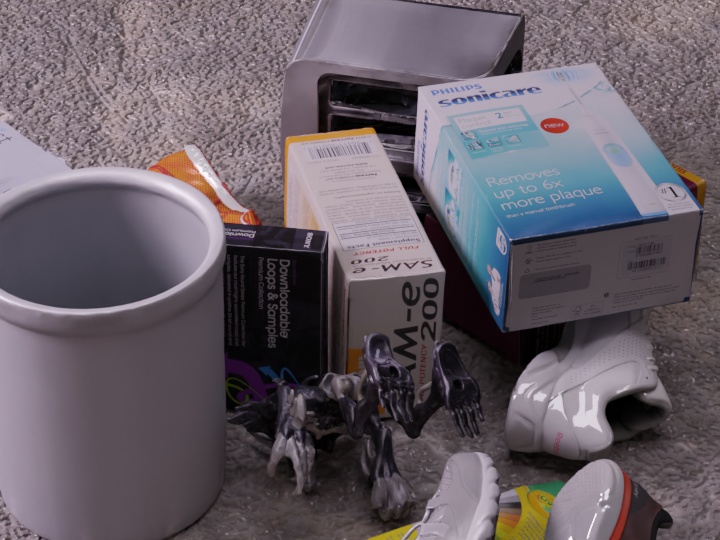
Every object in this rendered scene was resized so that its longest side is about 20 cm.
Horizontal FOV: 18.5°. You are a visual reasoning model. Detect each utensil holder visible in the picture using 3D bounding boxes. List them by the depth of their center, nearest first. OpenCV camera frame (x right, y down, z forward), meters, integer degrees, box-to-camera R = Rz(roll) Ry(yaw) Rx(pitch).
[{"bbox_3d":[-0.171,0.059,1.464,0.169,0.201,0.170,1,35,-1],"label":"utensil holder"}]

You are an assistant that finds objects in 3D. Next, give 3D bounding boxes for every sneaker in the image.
[{"bbox_3d":[0.141,0.216,1.315,0.077,0.082,0.201,-10,54,61],"label":"sneaker"},{"bbox_3d":[0.034,0.178,1.318,0.082,0.075,0.200,13,41,8],"label":"sneaker"},{"bbox_3d":[0.182,0.073,1.571,0.099,0.078,0.200,22,49,18],"label":"sneaker"},{"bbox_3d":[-0.115,-0.023,1.716,0.077,0.073,0.200,-35,39,-9],"label":"sneaker"}]

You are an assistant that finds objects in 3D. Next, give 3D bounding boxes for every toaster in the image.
[{"bbox_3d":[0.028,-0.118,1.737,0.199,0.181,0.119,9,37,11],"label":"toaster"}]

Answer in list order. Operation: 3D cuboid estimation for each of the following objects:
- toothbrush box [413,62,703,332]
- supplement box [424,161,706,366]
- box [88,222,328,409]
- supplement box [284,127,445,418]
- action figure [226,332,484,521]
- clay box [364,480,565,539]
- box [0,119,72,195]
[{"bbox_3d":[0.137,-0.057,1.585,0.146,0.086,0.200,-8,38,-14],"label":"toothbrush box"},{"bbox_3d":[0.155,-0.022,1.683,0.200,0.086,0.110,-27,43,-33],"label":"supplement box"},{"bbox_3d":[-0.121,0.031,1.556,0.199,0.143,0.036,6,34,7],"label":"box"},{"bbox_3d":[0.000,0.000,1.616,0.073,0.126,0.200,-7,36,-13],"label":"supplement box"},{"bbox_3d":[-0.011,0.110,1.465,0.119,0.200,0.102,10,67,-30],"label":"action figure"},{"bbox_3d":[0.069,0.206,1.387,0.199,0.048,0.115,-15,41,-23],"label":"clay box"},{"bbox_3d":[-0.292,-0.015,1.660,0.176,0.097,0.200,-25,42,-33],"label":"box"}]
